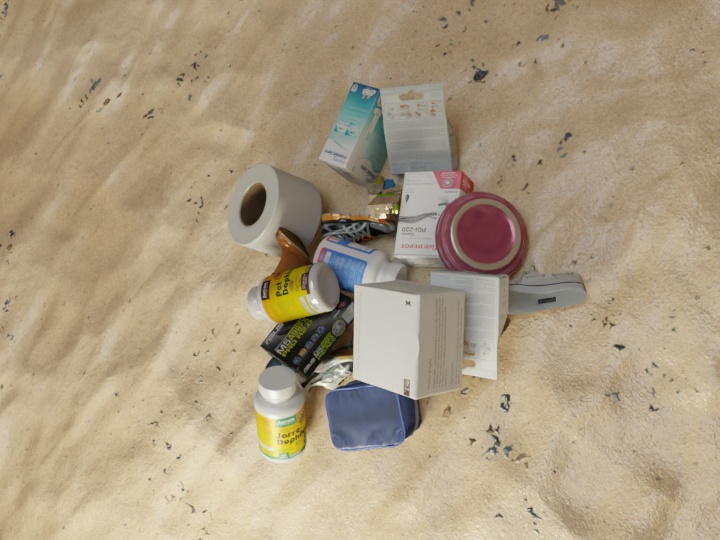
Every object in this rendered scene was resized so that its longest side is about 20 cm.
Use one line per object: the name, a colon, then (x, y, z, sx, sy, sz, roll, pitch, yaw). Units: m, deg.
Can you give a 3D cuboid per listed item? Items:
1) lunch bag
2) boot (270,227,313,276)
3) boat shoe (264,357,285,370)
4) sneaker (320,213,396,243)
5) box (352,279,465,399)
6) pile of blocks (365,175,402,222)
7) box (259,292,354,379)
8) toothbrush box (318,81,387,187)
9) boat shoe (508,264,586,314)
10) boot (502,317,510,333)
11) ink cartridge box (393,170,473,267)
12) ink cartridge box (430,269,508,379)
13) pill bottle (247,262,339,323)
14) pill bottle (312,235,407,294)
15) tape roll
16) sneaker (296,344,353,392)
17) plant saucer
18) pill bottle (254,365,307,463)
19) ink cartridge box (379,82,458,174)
lunch bag: (0.025, 0.301, 1.560, 0.198, 0.132, 0.138, -9, 88, 24)
boot: (-0.180, 0.003, 1.709, 0.154, 0.200, 0.074, -35, 40, 5)
boat shoe: (-0.155, 0.181, 1.721, 0.200, 0.069, 0.084, -44, 61, 10)
sneaker: (-0.006, -0.093, 1.724, 0.198, 0.078, 0.078, 3, 89, 32)
box: (0.093, 0.129, 1.453, 0.199, 0.130, 0.202, 8, 99, 51)
pile of blocks: (0.059, -0.159, 1.680, 0.081, 0.063, 0.201, -14, 26, 5)
box: (-0.113, 0.129, 1.648, 0.201, 0.044, 0.160, -51, 40, -13)
toothbrush box: (0.006, -0.316, 1.733, 0.085, 0.146, 0.202, 22, 87, 31)
boat shoe: (0.352, 0.030, 1.493, 0.199, 0.075, 0.087, -9, 42, 13)
boot: (0.218, 0.089, 1.561, 0.146, 0.070, 0.201, -40, 63, 5)
ink cartridge box: (0.163, -0.113, 1.631, 0.144, 0.085, 0.203, 2, 79, 28)
ink cartridge box: (0.217, 0.104, 1.475, 0.159, 0.047, 0.203, 5, 99, 38)
pill bottle: (-0.152, 0.054, 1.628, 0.198, 0.109, 0.111, -15, 69, 29)
pill bottle: (0.000, 0.000, 1.661, 0.198, 0.112, 0.113, 18, 84, 22)
tape roll: (-0.208, -0.141, 1.768, 0.201, 0.138, 0.205, -19, 63, 42)
sneaker: (-0.048, 0.225, 1.663, 0.198, 0.076, 0.089, -11, 101, 15)
plant saucer: (0.257, -0.071, 1.535, 0.198, 0.051, 0.203, 1, 79, -4)
pill bottle: (-0.176, 0.314, 1.613, 0.112, 0.113, 0.202, 20, 127, 30)
ink cartridge box: (0.133, -0.321, 1.666, 0.158, 0.047, 0.202, 2, 112, 29)
